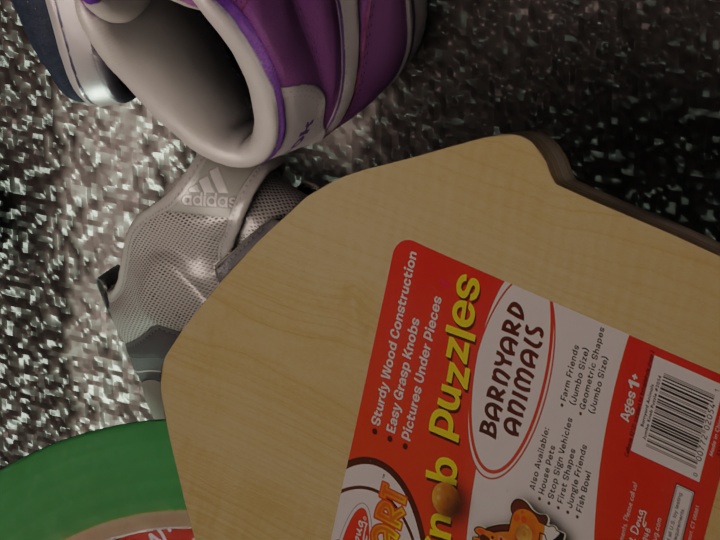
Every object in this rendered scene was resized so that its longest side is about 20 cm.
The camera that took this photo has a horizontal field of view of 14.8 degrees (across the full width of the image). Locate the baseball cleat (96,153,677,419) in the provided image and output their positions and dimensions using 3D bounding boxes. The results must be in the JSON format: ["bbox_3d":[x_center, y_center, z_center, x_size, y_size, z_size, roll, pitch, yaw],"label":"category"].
[{"bbox_3d":[0.000,0.000,0.832,0.200,0.070,0.106,-20,107,32],"label":"baseball cleat"}]

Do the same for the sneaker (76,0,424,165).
[{"bbox_3d":[-0.046,-0.127,0.760,0.073,0.114,0.201,-13,106,33],"label":"sneaker"}]

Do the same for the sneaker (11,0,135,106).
[{"bbox_3d":[-0.143,-0.137,0.827,0.146,0.077,0.202,-12,98,19],"label":"sneaker"}]

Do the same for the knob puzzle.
[{"bbox_3d":[0.029,0.058,0.722,0.220,0.030,0.220,7,101,39],"label":"knob puzzle"}]

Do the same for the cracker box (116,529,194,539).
[{"bbox_3d":[-0.017,0.176,0.851,0.200,0.058,0.134,33,90,6],"label":"cracker box"}]

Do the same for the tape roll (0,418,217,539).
[{"bbox_3d":[-0.050,0.142,0.792,0.200,0.048,0.200,0,85,-3],"label":"tape roll"}]
